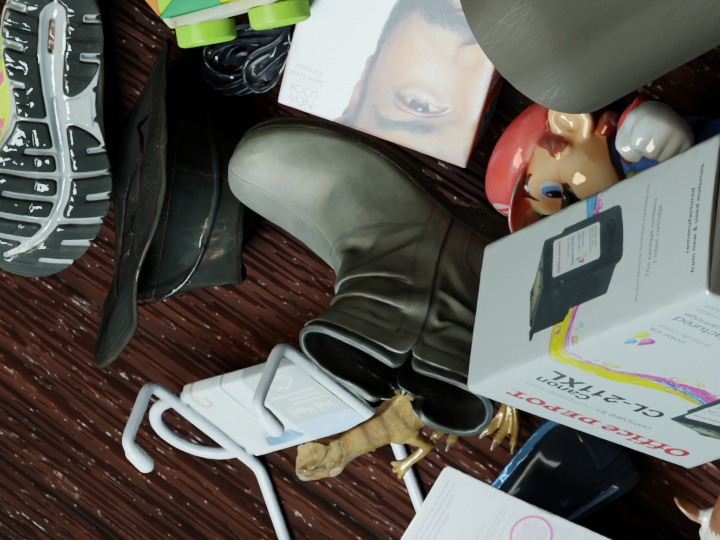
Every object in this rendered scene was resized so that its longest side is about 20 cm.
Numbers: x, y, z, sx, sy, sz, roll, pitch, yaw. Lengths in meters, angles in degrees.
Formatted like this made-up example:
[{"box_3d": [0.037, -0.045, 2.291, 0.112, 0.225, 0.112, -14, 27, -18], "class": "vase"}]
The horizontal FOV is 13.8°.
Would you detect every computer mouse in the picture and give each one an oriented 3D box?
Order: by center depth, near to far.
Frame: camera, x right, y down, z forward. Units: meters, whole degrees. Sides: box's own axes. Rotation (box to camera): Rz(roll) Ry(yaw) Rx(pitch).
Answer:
[{"box_3d": [-0.070, -0.203, 1.643, 0.138, 0.053, 0.201, -19, 105, 44], "class": "computer mouse"}]

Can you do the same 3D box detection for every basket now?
[{"box_3d": [0.150, -0.165, 1.387, 0.200, 0.180, 0.137, -31, 89, 43], "class": "basket"}]

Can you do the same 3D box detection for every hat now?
[{"box_3d": [-0.097, -0.033, 1.697, 0.080, 0.201, 0.202, 8, 121, -11], "class": "hat"}]

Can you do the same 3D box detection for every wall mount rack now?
[{"box_3d": [-0.037, 0.118, 1.723, 0.199, 0.075, 0.174, -17, 133, 43], "class": "wall mount rack"}]

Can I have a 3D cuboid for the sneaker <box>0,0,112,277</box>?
[{"box_3d": [-0.183, -0.093, 1.761, 0.078, 0.090, 0.201, 6, 114, -10], "class": "sneaker"}]

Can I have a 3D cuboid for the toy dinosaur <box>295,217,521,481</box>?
[{"box_3d": [0.051, 0.053, 1.617, 0.200, 0.106, 0.060, -50, 50, -7], "class": "toy dinosaur"}]

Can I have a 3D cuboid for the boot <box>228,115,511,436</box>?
[{"box_3d": [0.000, 0.000, 1.534, 0.199, 0.131, 0.068, 26, 131, 12], "class": "boot"}]

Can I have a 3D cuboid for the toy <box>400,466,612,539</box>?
[{"box_3d": [0.103, 0.181, 1.584, 0.199, 0.047, 0.116, 26, 108, -12], "class": "toy"}]

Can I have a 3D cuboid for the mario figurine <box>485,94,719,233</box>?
[{"box_3d": [0.147, -0.032, 1.490, 0.199, 0.106, 0.124, 2, 109, 37], "class": "mario figurine"}]

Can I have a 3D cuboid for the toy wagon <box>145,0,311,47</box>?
[{"box_3d": [-0.064, -0.200, 1.529, 0.199, 0.039, 0.156, -7, 95, 54], "class": "toy wagon"}]

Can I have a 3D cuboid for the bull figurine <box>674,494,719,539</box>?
[{"box_3d": [0.228, 0.125, 1.480, 0.065, 0.122, 0.200, 36, 127, -20], "class": "bull figurine"}]

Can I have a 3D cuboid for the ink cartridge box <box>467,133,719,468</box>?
[{"box_3d": [0.166, 0.021, 1.431, 0.200, 0.145, 0.083, -27, 49, 55], "class": "ink cartridge box"}]

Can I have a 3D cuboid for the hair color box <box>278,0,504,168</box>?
[{"box_3d": [0.036, -0.167, 1.535, 0.110, 0.064, 0.201, 19, 121, 7], "class": "hair color box"}]

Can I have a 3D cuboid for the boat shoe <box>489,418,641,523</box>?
[{"box_3d": [0.079, 0.160, 1.632, 0.069, 0.084, 0.200, 40, 128, 6], "class": "boat shoe"}]
